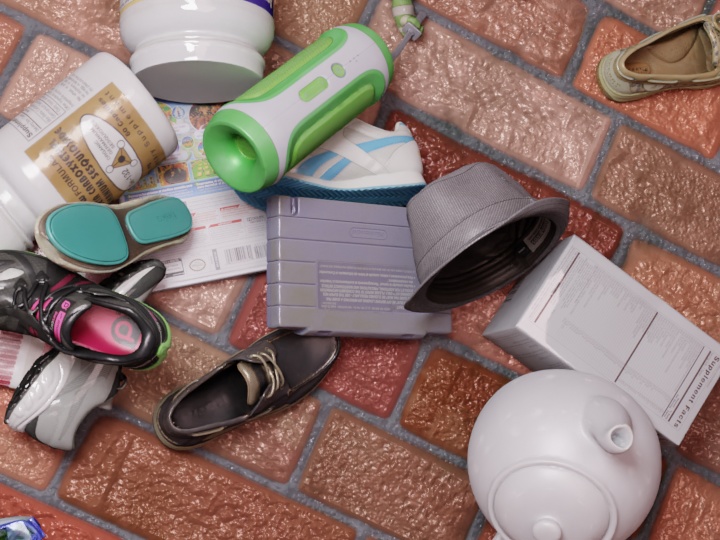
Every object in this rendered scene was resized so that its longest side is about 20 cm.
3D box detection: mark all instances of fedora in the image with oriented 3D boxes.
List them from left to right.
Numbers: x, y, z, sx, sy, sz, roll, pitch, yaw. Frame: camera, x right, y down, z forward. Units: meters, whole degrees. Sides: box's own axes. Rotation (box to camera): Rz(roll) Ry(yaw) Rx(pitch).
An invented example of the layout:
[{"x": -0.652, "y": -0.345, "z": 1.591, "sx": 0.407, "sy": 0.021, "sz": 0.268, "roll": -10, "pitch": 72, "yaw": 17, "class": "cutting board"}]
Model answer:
[{"x": 0.103, "y": -0.041, "z": 1.289, "sx": 0.200, "sy": 0.177, "sz": 0.090, "roll": -6, "pitch": 58, "yaw": -53, "class": "fedora"}]

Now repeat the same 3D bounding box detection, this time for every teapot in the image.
[{"x": 0.182, "y": 0.202, "z": 1.274, "sx": 0.197, "sy": 0.146, "sz": 0.201, "roll": -8, "pitch": 119, "yaw": 23, "class": "teapot"}]

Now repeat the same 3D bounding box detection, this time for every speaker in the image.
[{"x": -0.054, "y": -0.152, "z": 1.258, "sx": 0.089, "sy": 0.088, "sz": 0.200, "roll": 50, "pitch": 52, "yaw": -3, "class": "speaker"}]

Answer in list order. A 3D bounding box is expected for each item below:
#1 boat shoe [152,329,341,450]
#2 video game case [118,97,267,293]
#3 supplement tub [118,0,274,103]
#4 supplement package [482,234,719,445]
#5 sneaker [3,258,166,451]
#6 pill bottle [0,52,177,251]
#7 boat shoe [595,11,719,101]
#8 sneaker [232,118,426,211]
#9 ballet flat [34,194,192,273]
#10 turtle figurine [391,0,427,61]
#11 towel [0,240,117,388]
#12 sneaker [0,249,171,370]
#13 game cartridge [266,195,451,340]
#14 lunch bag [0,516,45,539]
[{"x": -0.101, "y": 0.110, "z": 1.292, "sx": 0.200, "sy": 0.073, "sz": 0.075, "roll": -32, "pitch": 91, "yaw": -14, "class": "boat shoe"}, {"x": -0.166, "y": -0.087, "z": 1.329, "sx": 0.143, "sy": 0.018, "sz": 0.201, "roll": -11, "pitch": 86, "yaw": -13, "class": "video game case"}, {"x": -0.153, "y": -0.271, "z": 1.281, "sx": 0.145, "sy": 0.145, "sz": 0.201, "roll": 0, "pitch": 79, "yaw": -12, "class": "supplement tub"}, {"x": 0.242, "y": 0.074, "z": 1.353, "sx": 0.200, "sy": 0.110, "sz": 0.114, "roll": 37, "pitch": 77, "yaw": -6, "class": "supplement package"}, {"x": -0.239, "y": 0.074, "z": 1.251, "sx": 0.079, "sy": 0.074, "sz": 0.200, "roll": 38, "pitch": 85, "yaw": -15, "class": "sneaker"}, {"x": -0.274, "y": -0.095, "z": 1.240, "sx": 0.200, "sy": 0.114, "sz": 0.114, "roll": -41, "pitch": 93, "yaw": -12, "class": "pill bottle"}, {"x": 0.347, "y": -0.225, "z": 1.434, "sx": 0.199, "sy": 0.063, "sz": 0.074, "roll": -21, "pitch": 88, "yaw": -14, "class": "boat shoe"}, {"x": -0.036, "y": -0.103, "z": 1.331, "sx": 0.199, "sy": 0.077, "sz": 0.081, "roll": -2, "pitch": 69, "yaw": -24, "class": "sneaker"}, {"x": -0.226, "y": -0.026, "z": 1.215, "sx": 0.200, "sy": 0.062, "sz": 0.068, "roll": -11, "pitch": 77, "yaw": -58, "class": "ballet flat"}, {"x": 0.090, "y": -0.288, "z": 1.347, "sx": 0.193, "sy": 0.200, "sz": 0.144, "roll": -8, "pitch": 120, "yaw": -17, "class": "turtle figurine"}, {"x": -0.330, "y": 0.034, "z": 1.278, "sx": 0.199, "sy": 0.023, "sz": 0.145, "roll": 15, "pitch": 81, "yaw": -10, "class": "towel"}, {"x": -0.257, "y": 0.030, "z": 1.166, "sx": 0.199, "sy": 0.084, "sz": 0.077, "roll": 15, "pitch": 86, "yaw": -4, "class": "sneaker"}, {"x": 0.000, "y": 0.000, "z": 1.319, "sx": 0.199, "sy": 0.038, "sz": 0.130, "roll": 4, "pitch": 86, "yaw": -32, "class": "game cartridge"}, {"x": -0.354, "y": 0.283, "z": 1.168, "sx": 0.200, "sy": 0.170, "sz": 0.128, "roll": -41, "pitch": 93, "yaw": -15, "class": "lunch bag"}]
